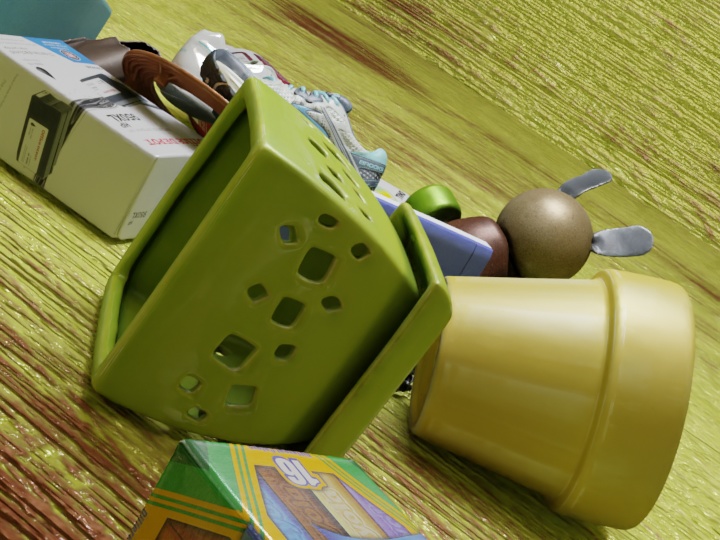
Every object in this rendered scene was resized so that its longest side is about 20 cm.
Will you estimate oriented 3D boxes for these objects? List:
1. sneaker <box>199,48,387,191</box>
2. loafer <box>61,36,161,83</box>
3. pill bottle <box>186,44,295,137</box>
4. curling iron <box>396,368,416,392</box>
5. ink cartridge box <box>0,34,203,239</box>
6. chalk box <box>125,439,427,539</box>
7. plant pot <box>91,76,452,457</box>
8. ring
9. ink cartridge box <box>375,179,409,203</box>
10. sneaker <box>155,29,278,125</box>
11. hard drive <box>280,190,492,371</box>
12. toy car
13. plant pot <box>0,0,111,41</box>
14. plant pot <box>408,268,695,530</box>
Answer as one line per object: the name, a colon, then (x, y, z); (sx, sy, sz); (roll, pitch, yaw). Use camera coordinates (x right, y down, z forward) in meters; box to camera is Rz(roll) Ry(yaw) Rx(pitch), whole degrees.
sneaker: (-0.058, -0.134, 1.307); (0.200, 0.086, 0.078); (44, -17, -22)
loafer: (-0.261, -0.205, 1.444); (0.073, 0.071, 0.200); (57, 22, -1)
pill bottle: (-0.125, -0.173, 1.593); (0.113, 0.113, 0.200); (20, 17, -34)
curling iron: (-0.034, 0.053, 1.216); (0.199, 0.026, 0.050); (25, 13, -18)
ink cartridge box: (-0.237, -0.117, 1.262); (0.200, 0.084, 0.145); (34, 15, 12)
chalk box: (-0.015, 0.186, 0.649); (0.124, 0.125, 0.200); (15, 21, -46)
plant pot: (-0.055, 0.013, 1.002); (0.181, 0.200, 0.199); (34, 13, -17)
ring: (-0.140, -0.124, 1.321); (0.200, 0.019, 0.201); (35, -14, 10)
ink cartridge box: (0.025, -0.035, 1.512); (0.199, 0.076, 0.148); (30, 15, 1)
sneaker: (-0.092, -0.148, 1.369); (0.200, 0.080, 0.070); (37, -15, -28)
hard drive: (0.000, 0.000, 1.247); (0.199, 0.132, 0.025); (22, 18, -29)
toy car: (0.166, -0.018, 1.379); (0.165, 0.199, 0.158); (62, -2, 32)
plant pot: (-0.353, -0.269, 1.443); (0.141, 0.142, 0.200); (39, 8, 27)
plant pot: (0.143, 0.088, 1.162); (0.188, 0.202, 0.201); (13, 17, -4)
